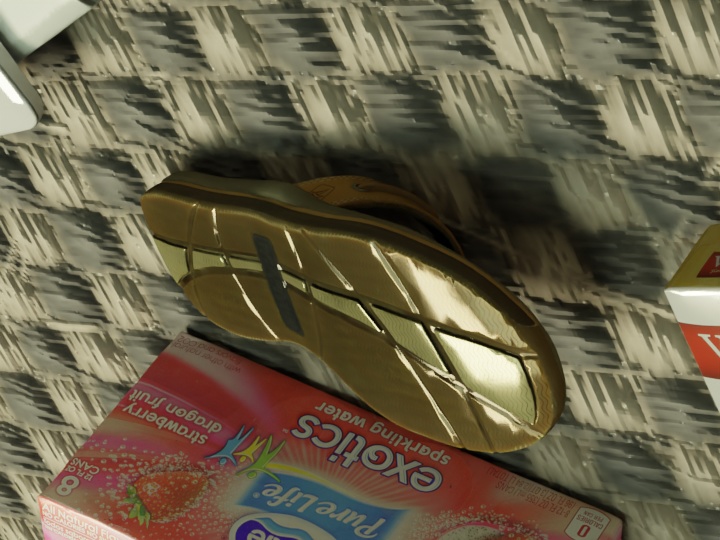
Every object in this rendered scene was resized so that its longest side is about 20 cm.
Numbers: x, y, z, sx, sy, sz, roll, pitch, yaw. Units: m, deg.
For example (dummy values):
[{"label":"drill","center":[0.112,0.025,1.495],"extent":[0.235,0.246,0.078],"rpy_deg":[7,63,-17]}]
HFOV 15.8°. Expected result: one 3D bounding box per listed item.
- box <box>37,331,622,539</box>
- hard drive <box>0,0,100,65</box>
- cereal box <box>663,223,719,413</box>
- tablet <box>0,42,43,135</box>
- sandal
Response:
[{"label":"box","center":[-0.011,0.119,0.986],"extent":[0.200,0.103,0.095],"rpy_deg":[23,141,23]},{"label":"hard drive","center":[-0.184,-0.115,0.949],"extent":[0.132,0.026,0.200],"rpy_deg":[48,144,-12]},{"label":"cereal box","center":[0.194,0.072,0.806],"extent":[0.144,0.040,0.200],"rpy_deg":[-1,128,42]},{"label":"tablet","center":[-0.212,-0.091,0.966],"extent":[0.200,0.014,0.130],"rpy_deg":[-9,122,46]},{"label":"sandal","center":[0.000,0.000,0.896],"extent":[0.200,0.054,0.080],"rpy_deg":[22,138,46]}]
